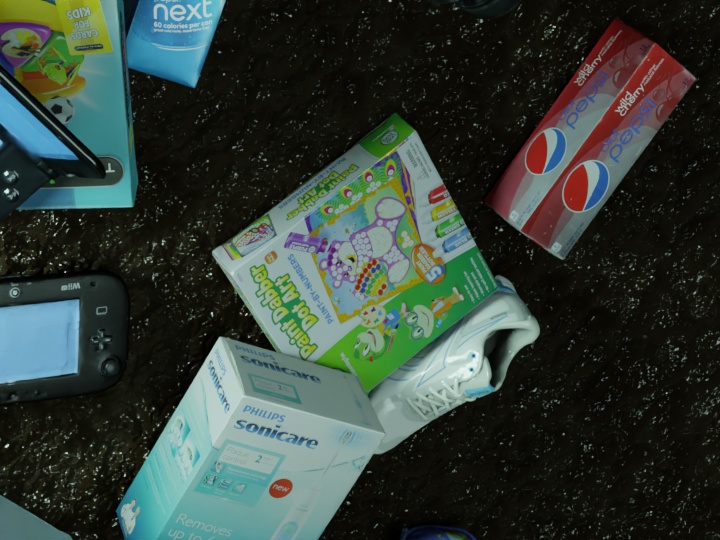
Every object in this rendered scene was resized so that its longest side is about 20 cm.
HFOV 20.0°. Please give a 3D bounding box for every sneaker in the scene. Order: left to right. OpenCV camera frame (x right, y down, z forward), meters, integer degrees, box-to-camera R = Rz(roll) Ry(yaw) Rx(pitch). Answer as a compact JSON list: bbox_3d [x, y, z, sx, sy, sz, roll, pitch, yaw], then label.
[{"bbox_3d":[0.078,0.094,1.819,0.200,0.087,0.075,-46,132,0],"label":"sneaker"}]

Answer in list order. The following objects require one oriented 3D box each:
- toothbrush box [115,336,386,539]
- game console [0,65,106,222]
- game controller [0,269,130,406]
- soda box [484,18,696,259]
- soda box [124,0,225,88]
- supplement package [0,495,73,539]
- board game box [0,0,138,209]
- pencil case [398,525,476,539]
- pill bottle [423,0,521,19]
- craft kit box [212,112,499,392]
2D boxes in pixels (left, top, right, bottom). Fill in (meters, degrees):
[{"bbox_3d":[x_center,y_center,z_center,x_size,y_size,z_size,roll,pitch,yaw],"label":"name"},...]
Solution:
[{"bbox_3d":[-0.094,0.171,1.728,0.146,0.085,0.201,19,115,-31],"label":"toothbrush box"},{"bbox_3d":[-0.297,-0.102,1.399,0.176,0.117,0.200,-38,113,16],"label":"game console"},{"bbox_3d":[-0.275,0.055,1.607,0.199,0.042,0.105,-7,119,-29],"label":"game controller"},{"bbox_3d":[0.200,-0.115,1.789,0.070,0.063,0.201,32,97,-40],"label":"soda box"},{"bbox_3d":[-0.122,-0.244,1.505,0.064,0.068,0.201,15,108,-18],"label":"soda box"},{"bbox_3d":[-0.305,0.251,1.626,0.111,0.156,0.200,-50,129,2],"label":"supplement package"},{"bbox_3d":[-0.242,-0.141,1.472,0.150,0.047,0.201,-2,120,0],"label":"board game box"},{"bbox_3d":[0.064,0.339,1.953,0.087,0.078,0.201,-31,134,-51],"label":"pencil case"},{"bbox_3d":[0.046,-0.275,1.572,0.199,0.112,0.112,28,100,-40],"label":"pill bottle"},{"bbox_3d":[0.000,0.000,1.746,0.197,0.049,0.200,-36,129,-5],"label":"craft kit box"}]
